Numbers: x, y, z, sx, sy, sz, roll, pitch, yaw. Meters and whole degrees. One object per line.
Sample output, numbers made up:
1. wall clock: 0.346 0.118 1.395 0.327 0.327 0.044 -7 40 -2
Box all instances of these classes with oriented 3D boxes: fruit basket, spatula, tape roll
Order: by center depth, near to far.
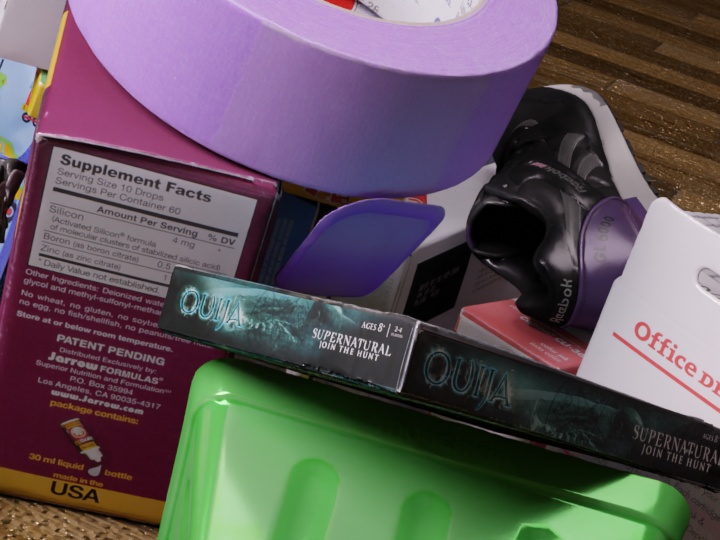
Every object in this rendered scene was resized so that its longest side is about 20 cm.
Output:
1. fruit basket: 0.020 0.109 0.798 0.214 0.156 0.216 10 38 -8
2. tape roll: -0.020 -0.120 0.824 0.199 0.066 0.201 18 35 -13
3. spatula: -0.031 0.045 0.830 0.056 0.201 0.021 6 34 -37

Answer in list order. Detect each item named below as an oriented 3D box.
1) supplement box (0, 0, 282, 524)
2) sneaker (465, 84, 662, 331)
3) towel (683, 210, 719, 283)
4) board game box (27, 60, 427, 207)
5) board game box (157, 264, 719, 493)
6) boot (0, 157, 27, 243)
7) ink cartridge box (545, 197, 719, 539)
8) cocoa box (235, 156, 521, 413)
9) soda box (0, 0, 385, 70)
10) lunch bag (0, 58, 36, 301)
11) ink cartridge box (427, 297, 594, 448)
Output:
1. supplement box: -0.102 -0.006 0.863 0.102 0.201 0.131 13 37 -8
2. sneaker: 0.088 -0.039 0.968 0.087 0.076 0.200 3 28 -20
3. towel: 0.227 0.035 1.224 0.199 0.086 0.165 -1 27 -42
4. board game box: -0.056 -0.084 0.948 0.199 0.030 0.096 18 43 -16
5. board game box: 0.038 0.043 0.761 0.135 0.028 0.199 11 -6 45
6. boot: -0.194 0.022 0.857 0.067 0.131 0.200 14 20 -5
7. ink cartridge box: 0.150 0.079 0.858 0.068 0.201 0.115 -5 34 -45
8. cocoa box: 0.000 0.000 1.058 0.131 0.134 0.200 26 23 21
9. soda box: -0.066 -0.117 0.909 0.199 0.064 0.068 13 43 -15
10. lunch bag: -0.196 -0.089 1.046 0.150 0.201 0.094 29 23 33
11. ink cartridge box: 0.119 0.073 0.984 0.067 0.117 0.199 32 26 35
